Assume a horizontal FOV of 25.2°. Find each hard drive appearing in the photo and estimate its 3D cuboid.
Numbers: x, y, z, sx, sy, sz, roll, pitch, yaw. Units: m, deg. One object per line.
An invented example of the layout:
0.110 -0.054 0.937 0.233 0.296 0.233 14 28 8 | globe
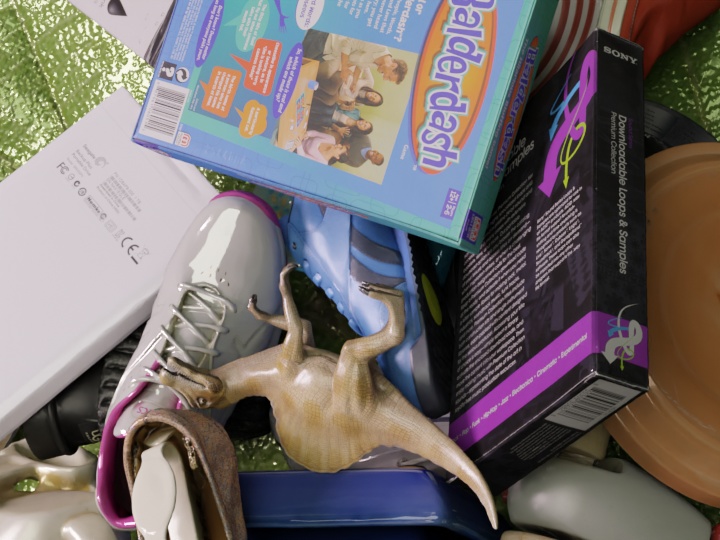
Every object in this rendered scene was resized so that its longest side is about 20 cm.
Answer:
-0.182 -0.005 0.970 0.200 0.027 0.132 -40 64 -8 | hard drive

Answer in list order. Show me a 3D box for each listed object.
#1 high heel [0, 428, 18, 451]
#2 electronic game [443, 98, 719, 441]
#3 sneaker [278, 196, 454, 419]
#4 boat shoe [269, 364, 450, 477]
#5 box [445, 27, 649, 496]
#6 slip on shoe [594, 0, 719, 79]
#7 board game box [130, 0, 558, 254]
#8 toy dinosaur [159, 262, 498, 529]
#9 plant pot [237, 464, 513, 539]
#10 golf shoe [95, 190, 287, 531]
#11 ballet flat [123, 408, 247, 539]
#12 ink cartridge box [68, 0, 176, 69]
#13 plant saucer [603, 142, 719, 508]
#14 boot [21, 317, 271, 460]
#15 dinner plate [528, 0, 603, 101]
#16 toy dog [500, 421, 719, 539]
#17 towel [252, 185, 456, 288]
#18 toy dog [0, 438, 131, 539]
-0.266 0.167 1.038 0.141 0.071 0.202 -20 66 22 | high heel
0.137 -0.002 0.936 0.198 0.042 0.202 0 90 22 | electronic game
0.000 0.000 0.901 0.078 0.066 0.202 -22 61 10 | sneaker
0.046 0.088 0.918 0.198 0.072 0.066 -14 110 14 | boat shoe
0.095 -0.003 0.824 0.036 0.143 0.202 16 57 -19 | box
0.179 -0.163 0.915 0.061 0.074 0.201 24 69 15 | slip on shoe
-0.008 -0.111 0.865 0.198 0.045 0.154 19 89 20 | board game box
-0.002 0.058 0.825 0.198 0.058 0.102 17 95 23 | toy dinosaur
-0.011 0.208 0.880 0.198 0.200 0.182 -4 73 20 | plant pot
-0.093 0.055 0.886 0.075 0.092 0.202 19 100 5 | golf shoe
-0.082 0.158 0.783 0.068 0.067 0.202 -24 62 11 | ballet flat
-0.077 -0.180 0.992 0.200 0.084 0.145 38 99 36 | ink cartridge box
0.203 0.025 0.853 0.198 0.032 0.202 6 70 -17 | plant saucer
-0.129 0.016 1.008 0.156 0.080 0.213 -11 63 7 | boot
0.055 -0.168 1.003 0.198 0.024 0.203 -3 80 19 | dinner plate
0.152 0.143 0.873 0.199 0.096 0.132 38 77 -7 | toy dog
0.017 -0.085 0.972 0.146 0.022 0.202 20 88 30 | towel
-0.191 0.221 0.972 0.192 0.139 0.202 8 105 33 | toy dog
